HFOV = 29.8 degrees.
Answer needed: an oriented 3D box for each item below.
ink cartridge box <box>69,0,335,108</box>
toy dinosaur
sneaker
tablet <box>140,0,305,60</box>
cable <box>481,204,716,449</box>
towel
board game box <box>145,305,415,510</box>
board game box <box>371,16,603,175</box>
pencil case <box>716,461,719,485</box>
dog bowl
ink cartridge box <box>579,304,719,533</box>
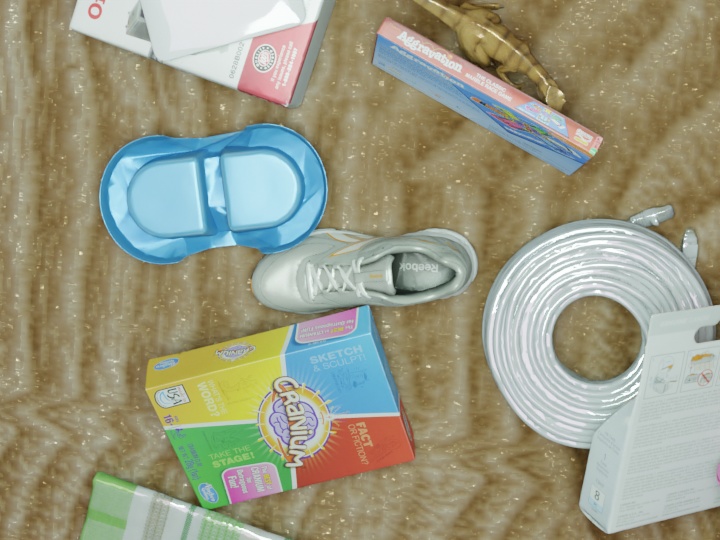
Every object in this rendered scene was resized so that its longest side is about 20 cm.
[{"bbox_3d":[-0.126,-0.238,1.144,0.200,0.083,0.147,19,99,2],"label":"ink cartridge box"},{"bbox_3d":[0.093,-0.202,1.118,0.200,0.106,0.060,32,100,1],"label":"toy dinosaur"},{"bbox_3d":[0.000,0.000,1.161,0.199,0.092,0.076,-8,95,6],"label":"sneaker"},{"bbox_3d":[-0.129,-0.281,1.090,0.130,0.014,0.201,-14,94,6],"label":"tablet"},{"bbox_3d":[0.205,0.056,1.162,0.199,0.069,0.201,-11,97,6],"label":"cable"},{"bbox_3d":[-0.161,0.273,1.233,0.200,0.031,0.150,20,112,4],"label":"towel"},{"bbox_3d":[-0.067,0.122,1.177,0.199,0.040,0.153,-15,125,7],"label":"board game box"},{"bbox_3d":[0.102,-0.143,1.127,0.200,0.103,0.019,30,86,0],"label":"board game box"},{"bbox_3d":[0.358,0.228,1.132,0.091,0.094,0.200,8,131,43],"label":"pencil case"},{"bbox_3d":[-0.125,-0.068,1.185,0.199,0.050,0.112,-6,97,6],"label":"dog bowl"},{"bbox_3d":[0.270,0.110,1.112,0.160,0.047,0.201,-7,116,-27],"label":"ink cartridge box"}]
